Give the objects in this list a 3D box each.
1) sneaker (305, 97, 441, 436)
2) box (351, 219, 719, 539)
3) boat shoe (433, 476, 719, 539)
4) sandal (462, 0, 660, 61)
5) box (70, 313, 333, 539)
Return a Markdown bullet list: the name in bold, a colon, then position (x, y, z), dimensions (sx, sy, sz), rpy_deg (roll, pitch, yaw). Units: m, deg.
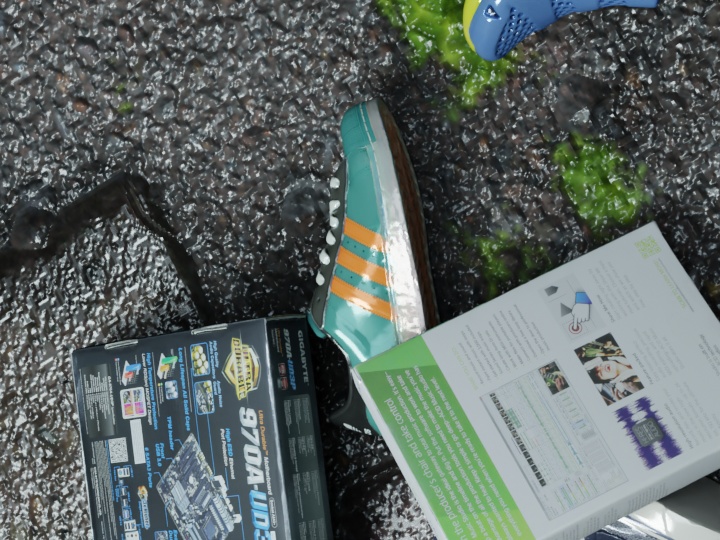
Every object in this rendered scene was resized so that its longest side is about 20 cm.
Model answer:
- **sneaker**: position (0.000, 0.000, 1.163), dimensions (0.079, 0.071, 0.202), rpy_deg (-9, 87, 12)
- **box**: position (0.114, 0.074, 1.089), dimensions (0.199, 0.036, 0.145), rpy_deg (-24, 62, -8)
- **boat shoe**: position (0.136, 0.152, 1.126), dimensions (0.199, 0.075, 0.093), rpy_deg (22, 110, 18)
- **sandal**: position (0.146, -0.185, 1.122), dimensions (0.200, 0.079, 0.087), rpy_deg (-39, 82, 14)
- **box**: position (-0.095, 0.135, 1.180), dimensions (0.158, 0.046, 0.202), rpy_deg (-11, 85, 34)
